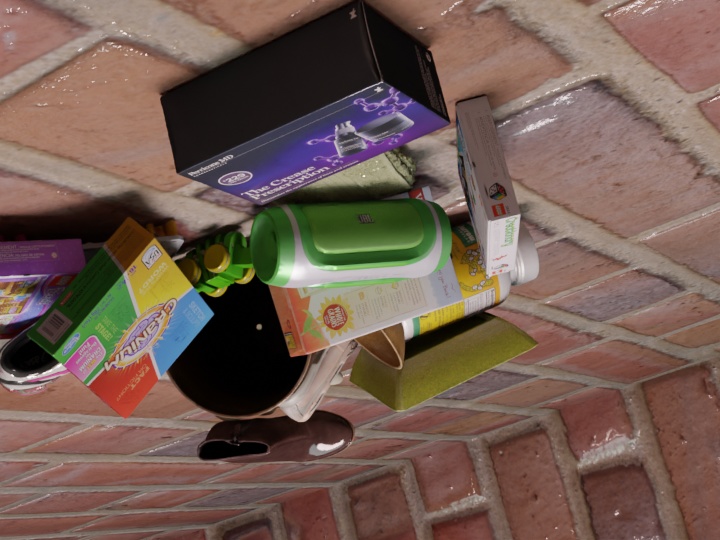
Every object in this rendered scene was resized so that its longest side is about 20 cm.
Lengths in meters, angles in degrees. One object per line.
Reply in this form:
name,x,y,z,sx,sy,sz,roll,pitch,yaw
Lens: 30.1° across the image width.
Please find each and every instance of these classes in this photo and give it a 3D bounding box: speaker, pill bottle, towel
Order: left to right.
towel,-0.033,-0.099,1.339,0.148,0.037,0.200,-18,164,14
speaker,-0.009,-0.029,1.375,0.199,0.089,0.088,-4,161,-28
pill bottle,0.116,0.006,1.663,0.199,0.113,0.113,-20,166,-14

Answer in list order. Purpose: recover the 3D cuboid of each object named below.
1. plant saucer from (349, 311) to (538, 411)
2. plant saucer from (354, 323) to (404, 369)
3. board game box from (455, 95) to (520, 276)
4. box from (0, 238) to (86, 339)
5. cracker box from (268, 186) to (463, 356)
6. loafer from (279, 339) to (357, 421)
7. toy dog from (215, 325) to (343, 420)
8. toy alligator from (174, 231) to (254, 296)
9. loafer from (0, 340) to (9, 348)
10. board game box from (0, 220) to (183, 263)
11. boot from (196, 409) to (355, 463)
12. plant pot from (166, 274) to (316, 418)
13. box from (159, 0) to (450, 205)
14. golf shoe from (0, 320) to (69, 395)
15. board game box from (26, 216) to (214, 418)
plant saucer,0.094,0.097,1.692,0.199,0.048,0.200,-25,-166,-14
plant saucer,-0.011,0.033,1.587,0.035,0.200,0.200,-44,168,-11
board game box,0.130,-0.081,1.378,0.034,0.127,0.200,-14,164,1
box,-0.377,0.025,1.354,0.136,0.039,0.200,-3,160,-36
cracker box,0.000,0.000,1.460,0.199,0.135,0.058,-17,180,-23
loafer,-0.045,0.105,1.753,0.072,0.200,0.063,15,151,43
toy dog,-0.122,0.130,1.874,0.193,0.140,0.200,-6,176,0
toy alligator,-0.185,0.001,1.503,0.199,0.055,0.059,-24,153,26
loafer,-0.418,0.079,1.557,0.199,0.063,0.072,-10,132,4
board game box,-0.312,0.001,1.449,0.199,0.026,0.200,-6,162,-26
boot,-0.109,0.231,1.777,0.199,0.073,0.166,-2,-179,3
plant pot,-0.121,0.069,1.621,0.186,0.188,0.200,-19,179,14
box,-0.045,-0.135,1.137,0.199,0.079,0.141,-22,160,23
golf shoe,-0.295,0.068,1.430,0.199,0.073,0.092,-32,176,-17
board game box,-0.240,0.054,1.379,0.153,0.040,0.200,-51,156,-11
